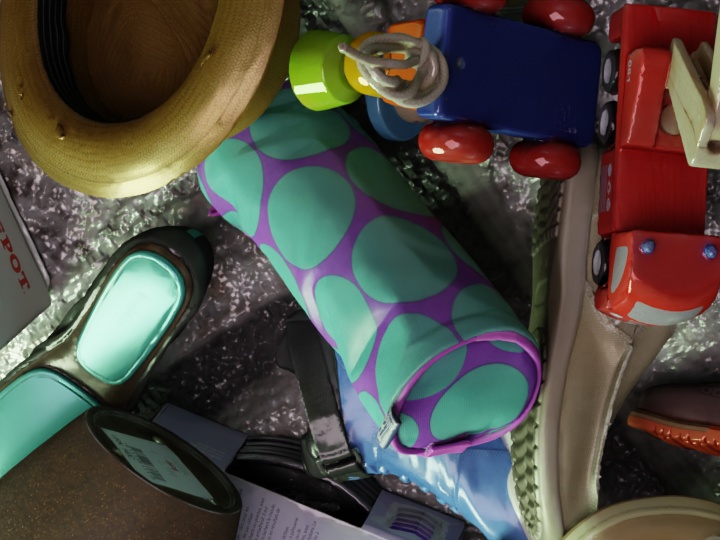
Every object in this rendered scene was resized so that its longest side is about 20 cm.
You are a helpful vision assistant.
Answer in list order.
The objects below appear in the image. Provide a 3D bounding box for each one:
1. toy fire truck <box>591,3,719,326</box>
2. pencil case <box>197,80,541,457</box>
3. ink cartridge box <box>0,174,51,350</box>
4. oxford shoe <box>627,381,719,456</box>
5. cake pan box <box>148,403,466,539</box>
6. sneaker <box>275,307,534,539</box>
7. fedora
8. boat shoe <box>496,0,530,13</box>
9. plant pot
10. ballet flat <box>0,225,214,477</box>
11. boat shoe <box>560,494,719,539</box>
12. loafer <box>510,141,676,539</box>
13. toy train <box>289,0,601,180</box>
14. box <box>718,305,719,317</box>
[{"bbox_3d":[0.147,-0.077,1.055,0.049,0.141,0.201,4,86,-9],"label":"toy fire truck"},{"bbox_3d":[0.000,0.000,1.137,0.200,0.085,0.093,53,131,34],"label":"pencil case"},{"bbox_3d":[-0.256,0.000,1.201,0.086,0.200,0.147,-18,104,24],"label":"ink cartridge box"},{"bbox_3d":[0.229,0.058,1.164,0.199,0.071,0.073,-1,80,22],"label":"oxford shoe"},{"bbox_3d":[-0.055,0.188,1.299,0.184,0.052,0.200,19,115,7],"label":"cake pan box"},{"bbox_3d":[0.033,0.094,1.217,0.111,0.077,0.200,-28,96,18],"label":"sneaker"},{"bbox_3d":[-0.088,-0.126,1.141,0.200,0.082,0.201,-12,70,35],"label":"fedora"},{"bbox_3d":[0.122,-0.174,1.095,0.200,0.062,0.072,-24,102,25],"label":"boat shoe"},{"bbox_3d":[-0.151,0.176,1.212,0.187,0.187,0.200,33,102,2],"label":"plant pot"},{"bbox_3d":[-0.138,0.051,1.258,0.068,0.068,0.200,43,116,-3],"label":"ballet flat"},{"bbox_3d":[0.177,0.163,1.155,0.200,0.063,0.073,20,124,-35],"label":"boat shoe"},{"bbox_3d":[0.115,0.036,1.144,0.068,0.076,0.201,7,86,-6],"label":"loafer"},{"bbox_3d":[0.013,-0.093,1.082,0.116,0.200,0.085,4,89,40],"label":"toy train"},{"bbox_3d":[0.275,-0.020,1.076,0.199,0.122,0.106,15,114,10],"label":"box"}]
